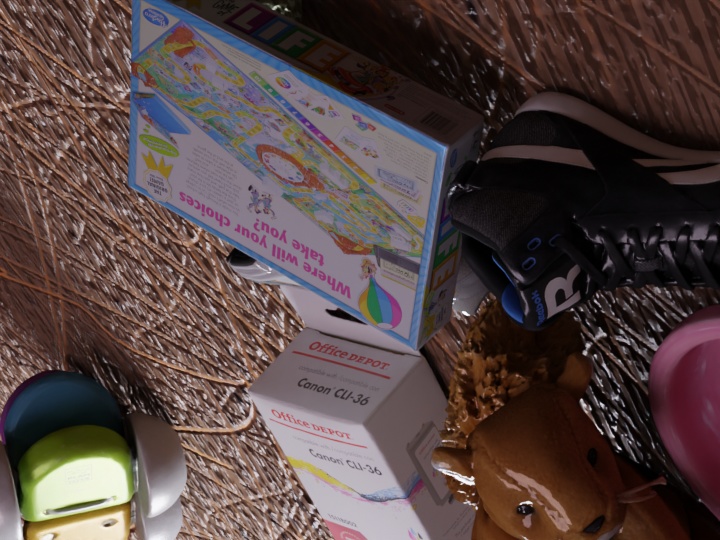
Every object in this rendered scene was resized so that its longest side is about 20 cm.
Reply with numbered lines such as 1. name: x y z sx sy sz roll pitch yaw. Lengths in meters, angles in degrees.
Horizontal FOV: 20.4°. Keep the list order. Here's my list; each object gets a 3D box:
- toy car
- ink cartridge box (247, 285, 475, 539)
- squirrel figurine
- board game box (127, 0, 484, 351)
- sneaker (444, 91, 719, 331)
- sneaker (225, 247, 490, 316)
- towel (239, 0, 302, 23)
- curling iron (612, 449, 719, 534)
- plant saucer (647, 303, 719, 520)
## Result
1. toy car: -0.238 0.157 1.621 0.201 0.173 0.151 102 153 -59
2. ink cartridge box: 0.005 0.108 1.291 0.116 0.068 0.201 11 138 46
3. squirrel figurine: 0.091 0.108 1.052 0.201 0.141 0.187 59 -178 38
4. board game box: -0.035 -0.061 1.038 0.199 0.034 0.135 29 135 23
5. sneaker: 0.128 -0.005 0.924 0.199 0.112 0.073 23 147 35
6. sneaker: 0.000 0.000 1.148 0.092 0.076 0.199 51 153 -23
7. towel: -0.107 -0.209 1.037 0.199 0.036 0.149 36 151 16
8. curling iron: 0.172 0.130 1.140 0.199 0.026 0.049 35 -172 25
9. plant saucer: 0.235 0.085 0.973 0.200 0.051 0.201 33 151 21
